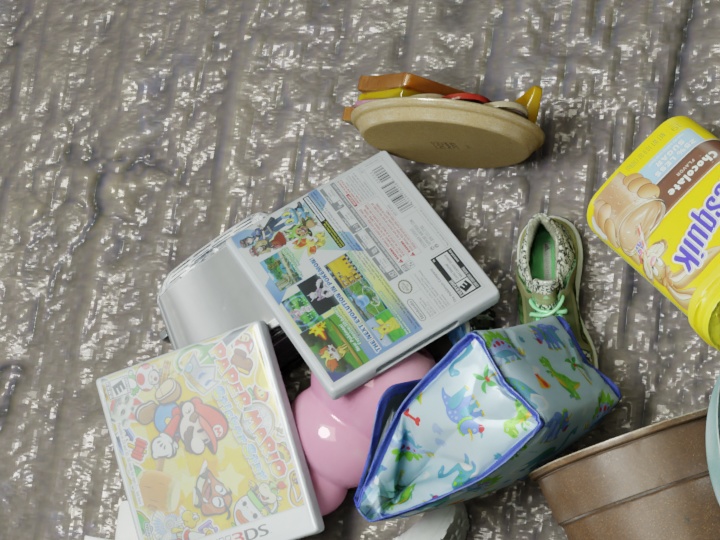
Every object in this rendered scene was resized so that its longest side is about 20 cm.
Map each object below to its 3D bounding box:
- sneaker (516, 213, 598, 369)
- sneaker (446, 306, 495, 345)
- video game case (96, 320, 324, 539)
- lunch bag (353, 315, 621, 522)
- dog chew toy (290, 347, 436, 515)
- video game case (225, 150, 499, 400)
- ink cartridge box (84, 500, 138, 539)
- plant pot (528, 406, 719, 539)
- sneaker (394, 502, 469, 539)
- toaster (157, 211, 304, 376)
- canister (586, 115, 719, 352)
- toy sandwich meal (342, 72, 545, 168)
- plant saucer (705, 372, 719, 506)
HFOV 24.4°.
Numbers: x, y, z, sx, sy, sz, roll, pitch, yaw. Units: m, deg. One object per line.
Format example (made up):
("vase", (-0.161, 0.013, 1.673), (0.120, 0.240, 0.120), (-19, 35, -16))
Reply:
("sneaker", (0.171, 0.037, 1.539), (0.076, 0.089, 0.202), (-11, 73, 15))
("sneaker", (0.055, 0.011, 1.603), (0.090, 0.078, 0.200), (-43, 58, 14))
("video game case", (-0.142, 0.169, 1.543), (0.181, 0.023, 0.202), (-20, 80, 19))
("lunch bag", (0.102, 0.140, 1.460), (0.200, 0.170, 0.128), (-48, 67, 27))
("dog chew toy", (-0.015, 0.145, 1.560), (0.124, 0.124, 0.201), (38, 98, 23))
("video game case", (0.000, 0.000, 1.538), (0.181, 0.022, 0.200), (-30, 59, -12))
("ink cartridge box", (-0.216, 0.325, 1.603), (0.116, 0.067, 0.202), (5, 78, 20))
("plant pot", (0.269, 0.234, 1.407), (0.199, 0.200, 0.200), (-22, 77, 12))
("sneaker", (0.028, 0.289, 1.533), (0.080, 0.076, 0.201), (29, 85, 32))
("toaster", (-0.102, 0.035, 1.619), (0.199, 0.114, 0.130), (-36, 65, 10))
("canister", (0.308, -0.036, 1.476), (0.149, 0.086, 0.200), (-47, 41, 4))
("toy sandwich meal", (0.081, -0.151, 1.572), (0.203, 0.205, 0.071), (4, 79, 19))
("plant saucer", (0.323, 0.155, 1.335), (0.039, 0.200, 0.203), (-17, 69, 39))
